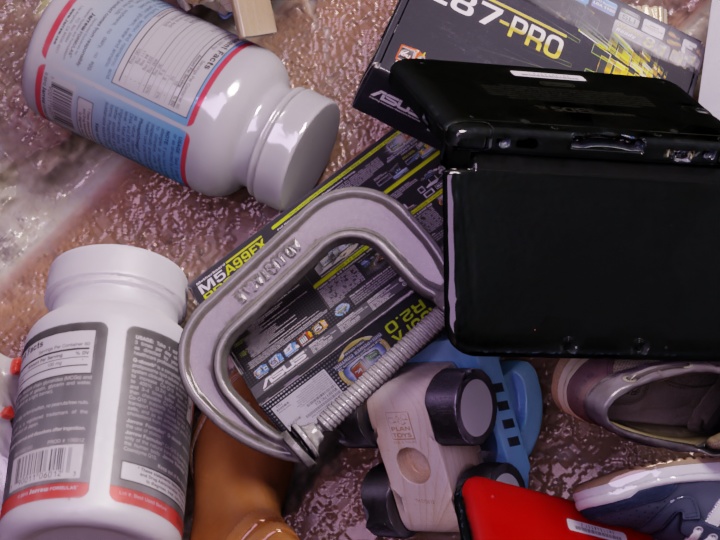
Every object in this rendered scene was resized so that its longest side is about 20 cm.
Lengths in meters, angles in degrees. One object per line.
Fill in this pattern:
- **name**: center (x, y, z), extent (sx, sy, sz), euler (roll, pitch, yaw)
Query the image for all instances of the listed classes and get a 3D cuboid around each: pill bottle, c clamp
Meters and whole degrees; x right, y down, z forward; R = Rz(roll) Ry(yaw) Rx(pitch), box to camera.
- **pill bottle**: center (-0.120, -0.117, 1.435), extent (0.200, 0.109, 0.109), euler (26, 83, 14)
- **pill bottle**: center (-0.166, 0.091, 1.374), extent (0.116, 0.116, 0.200), euler (-2, 59, 10)
- **c clamp**: center (-0.003, 0.042, 1.263), extent (0.200, 0.027, 0.171), euler (-37, 80, 0)

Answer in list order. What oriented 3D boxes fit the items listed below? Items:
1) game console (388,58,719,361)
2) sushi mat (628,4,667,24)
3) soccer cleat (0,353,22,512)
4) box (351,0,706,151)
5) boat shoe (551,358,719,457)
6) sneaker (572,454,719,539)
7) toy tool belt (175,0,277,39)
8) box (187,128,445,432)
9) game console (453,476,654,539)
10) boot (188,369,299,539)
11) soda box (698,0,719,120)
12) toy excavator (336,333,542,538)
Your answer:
- **game console**: center (0.123, -0.039, 1.254), extent (0.200, 0.176, 0.116), euler (2, 116, -22)
- **sushi mat**: center (0.163, -0.086, 1.411), extent (0.096, 0.012, 0.200), euler (2, 74, -11)
- **soccer cleat**: center (-0.234, 0.151, 1.421), extent (0.078, 0.069, 0.200), euler (-25, 81, 38)
- **box**: center (0.111, -0.124, 1.353), extent (0.200, 0.049, 0.161), euler (27, 48, -3)
- **boat shoe**: center (0.213, 0.080, 1.264), extent (0.200, 0.065, 0.072), euler (6, 115, -22)
- **sneaker**: center (0.229, 0.169, 1.297), extent (0.200, 0.070, 0.109), euler (-2, 79, -20)
- **toy tool belt**: center (-0.052, -0.241, 1.452), extent (0.123, 0.125, 0.200), euler (46, 53, 4)
- **box**: center (0.000, 0.000, 1.354), extent (0.200, 0.044, 0.160), euler (-37, 35, 0)
- **game console**: center (0.119, 0.240, 1.289), extent (0.119, 0.200, 0.172), euler (-43, 43, 36)
- **boot**: center (-0.064, 0.159, 1.332), extent (0.074, 0.155, 0.200), euler (15, 86, -18)
- **soda box**: center (0.267, -0.171, 1.348), extent (0.068, 0.064, 0.200), euler (14, 105, 34)
- **toy excavator**: center (0.072, 0.055, 1.368), extent (0.100, 0.200, 0.195), euler (-6, 108, 36)
